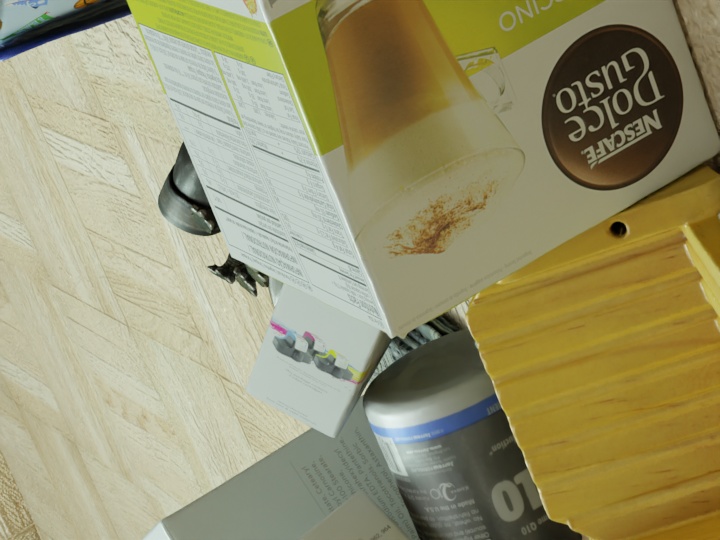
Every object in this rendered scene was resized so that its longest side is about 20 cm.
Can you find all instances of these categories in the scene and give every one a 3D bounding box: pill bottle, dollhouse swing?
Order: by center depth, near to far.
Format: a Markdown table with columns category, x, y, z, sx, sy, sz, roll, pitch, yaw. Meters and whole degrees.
| category | x | y | z | sx | sy | sz | roll | pitch | yaw |
| --- | --- | --- | --- | --- | --- | --- | --- | --- | --- |
| dollhouse swing | 0.144 | 0.074 | 1.380 | 0.176 | 0.181 | 0.201 | -63 | -48 | -66 |
| pill bottle | 0.088 | 0.145 | 1.768 | 0.201 | 0.114 | 0.114 | 67 | 163 | -16 |

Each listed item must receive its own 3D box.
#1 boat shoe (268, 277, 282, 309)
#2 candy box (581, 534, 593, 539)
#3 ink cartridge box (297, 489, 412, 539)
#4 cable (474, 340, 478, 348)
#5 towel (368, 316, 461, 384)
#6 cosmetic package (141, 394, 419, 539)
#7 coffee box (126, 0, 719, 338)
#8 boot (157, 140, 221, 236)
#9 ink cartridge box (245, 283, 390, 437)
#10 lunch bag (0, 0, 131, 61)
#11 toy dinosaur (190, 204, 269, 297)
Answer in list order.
| category | x | y | z | sx | sy | sz | roll | pitch | yaw |
| --- | --- | --- | --- | --- | --- | --- | --- | --- | --- |
| boat shoe | -0.027 | -0.023 | 1.912 | 0.071 | 0.064 | 0.201 | -22 | 87 | 51 |
| candy box | 0.202 | 0.199 | 1.616 | 0.200 | 0.055 | 0.116 | 49 | 157 | 35 |
| ink cartridge box | 0.036 | 0.251 | 1.757 | 0.200 | 0.084 | 0.146 | 45 | 162 | 19 |
| cable | 0.096 | -0.019 | 1.607 | 0.200 | 0.050 | 0.098 | 146 | 131 | -69 |
| towel | 0.055 | 0.102 | 1.934 | 0.193 | 0.034 | 0.201 | 39 | 152 | 52 |
| cosmetic package | -0.025 | 0.202 | 1.948 | 0.167 | 0.200 | 0.167 | 57 | 161 | 5 |
| coffee box | 0.023 | -0.113 | 1.406 | 0.200 | 0.199 | 0.198 | 24 | 139 | 62 |
| boot | -0.056 | -0.128 | 1.789 | 0.069 | 0.200 | 0.174 | 25 | 130 | 0 |
| ink cartridge box | 0.000 | 0.000 | 1.695 | 0.068 | 0.115 | 0.200 | 28 | 149 | 3 |
| lunch bag | -0.199 | -0.225 | 1.937 | 0.124 | 0.170 | 0.200 | 62 | 163 | 14 |
| toy dinosaur | -0.046 | -0.038 | 1.716 | 0.077 | 0.102 | 0.200 | 40 | 165 | 19 |
